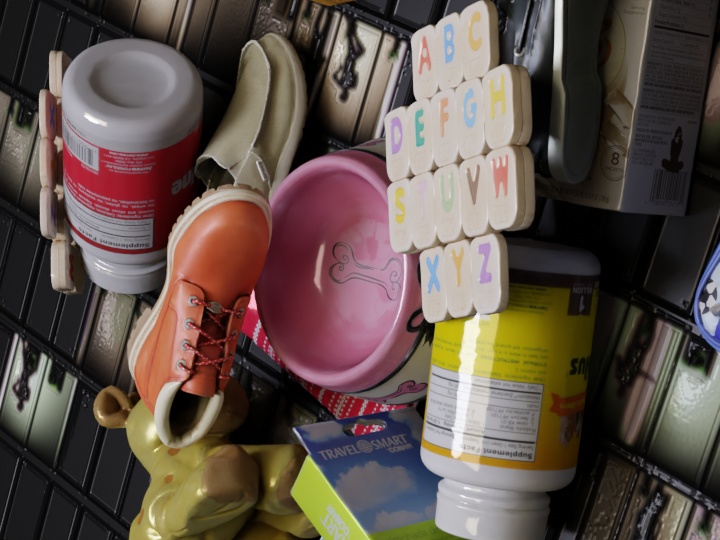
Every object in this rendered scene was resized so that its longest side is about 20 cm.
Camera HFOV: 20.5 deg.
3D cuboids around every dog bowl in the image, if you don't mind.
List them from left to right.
[{"bbox_3d":[0.000,0.000,1.463,0.199,0.073,0.202,0,90,45],"label":"dog bowl"}]

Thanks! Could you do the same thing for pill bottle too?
[{"bbox_3d":[-0.185,-0.079,1.617,0.112,0.112,0.201,51,149,33],"label":"pill bottle"},{"bbox_3d":[0.100,0.080,1.364,0.109,0.109,0.202,12,97,44],"label":"pill bottle"}]

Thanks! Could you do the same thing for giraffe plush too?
[{"bbox_3d":[-0.122,0.148,1.559,0.199,0.172,0.163,-30,55,22],"label":"giraffe plush"}]

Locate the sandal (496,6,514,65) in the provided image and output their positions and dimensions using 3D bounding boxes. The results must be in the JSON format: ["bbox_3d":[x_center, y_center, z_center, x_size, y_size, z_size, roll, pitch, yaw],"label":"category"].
[{"bbox_3d":[0.105,-0.155,1.412,0.075,0.045,0.201,24,105,43],"label":"sandal"}]

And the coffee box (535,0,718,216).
[{"bbox_3d":[0.166,-0.144,1.326,0.114,0.079,0.202,13,98,43],"label":"coffee box"}]

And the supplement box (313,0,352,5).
[{"bbox_3d":[0.024,-0.245,1.483,0.199,0.069,0.067,-3,86,46],"label":"supplement box"}]

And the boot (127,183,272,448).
[{"bbox_3d":[-0.109,0.035,1.450,0.108,0.075,0.201,-108,35,-50],"label":"boot"}]

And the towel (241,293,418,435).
[{"bbox_3d":[-0.015,0.034,1.544,0.200,0.022,0.145,40,116,38],"label":"towel"}]

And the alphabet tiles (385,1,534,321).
[{"bbox_3d":[0.060,-0.068,1.291,0.200,0.014,0.197,168,102,-68],"label":"alphabet tiles"}]

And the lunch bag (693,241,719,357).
[{"bbox_3d":[0.289,-0.010,1.205,0.160,0.075,0.201,41,116,40],"label":"lunch bag"}]

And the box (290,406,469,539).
[{"bbox_3d":[0.041,0.187,1.410,0.200,0.121,0.048,51,131,34],"label":"box"}]

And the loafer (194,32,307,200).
[{"bbox_3d":[-0.092,-0.093,1.572,0.076,0.068,0.202,-8,73,61],"label":"loafer"}]

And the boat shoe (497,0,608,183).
[{"bbox_3d":[0.118,-0.159,1.267,0.066,0.074,0.201,8,104,31],"label":"boat shoe"}]

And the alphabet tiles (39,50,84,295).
[{"bbox_3d":[-0.249,-0.082,1.698,0.014,0.196,0.202,-2,85,1],"label":"alphabet tiles"}]

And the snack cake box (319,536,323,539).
[{"bbox_3d":[-0.003,0.278,1.491,0.115,0.067,0.201,51,122,34],"label":"snack cake box"}]
